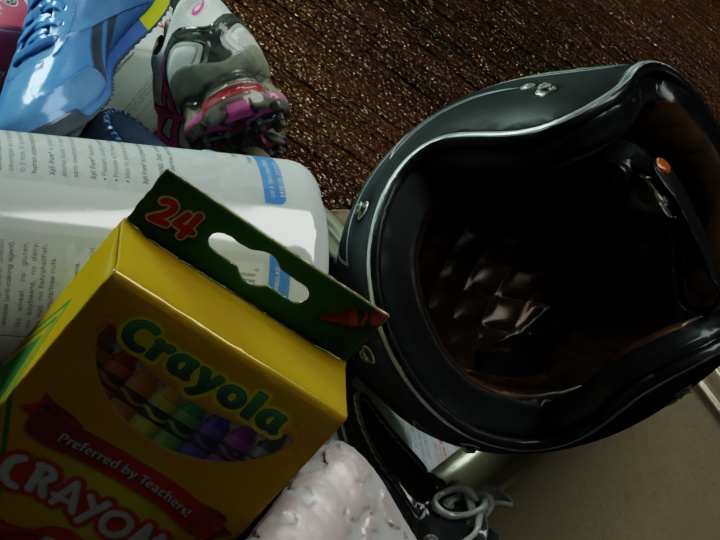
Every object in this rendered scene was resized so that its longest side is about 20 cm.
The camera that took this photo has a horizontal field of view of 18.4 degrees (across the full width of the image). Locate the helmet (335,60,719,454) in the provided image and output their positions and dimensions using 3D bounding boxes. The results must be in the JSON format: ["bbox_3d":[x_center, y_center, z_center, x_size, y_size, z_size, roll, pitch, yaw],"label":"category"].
[{"bbox_3d":[0.086,-0.002,1.094,0.200,0.190,0.200,41,37,-40],"label":"helmet"}]

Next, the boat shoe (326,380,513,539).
[{"bbox_3d":[0.040,0.132,1.093,0.200,0.068,0.074,62,18,-5],"label":"boat shoe"}]

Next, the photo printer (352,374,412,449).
[{"bbox_3d":[-0.073,0.038,1.245,0.200,0.069,0.167,28,26,-28],"label":"photo printer"}]

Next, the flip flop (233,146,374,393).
[{"bbox_3d":[0.000,0.000,1.227,0.058,0.081,0.200,-29,60,-26],"label":"flip flop"}]

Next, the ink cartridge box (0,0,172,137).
[{"bbox_3d":[-0.210,-0.158,1.366,0.146,0.085,0.200,52,27,23],"label":"ink cartridge box"}]

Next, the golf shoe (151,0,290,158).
[{"bbox_3d":[-0.085,-0.104,1.297,0.200,0.072,0.092,123,-52,-74],"label":"golf shoe"}]

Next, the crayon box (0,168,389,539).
[{"bbox_3d":[-0.095,0.066,0.986,0.127,0.200,0.051,33,25,-18],"label":"crayon box"}]

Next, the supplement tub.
[{"bbox_3d":[-0.125,0.003,1.060,0.200,0.132,0.132,6,33,-15],"label":"supplement tub"}]

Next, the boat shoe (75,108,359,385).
[{"bbox_3d":[-0.064,-0.022,1.186,0.200,0.069,0.084,42,24,4],"label":"boat shoe"}]

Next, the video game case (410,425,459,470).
[{"bbox_3d":[0.076,0.151,1.307,0.181,0.045,0.200,30,25,-24],"label":"video game case"}]

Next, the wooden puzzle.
[{"bbox_3d":[0.145,0.148,1.162,0.200,0.185,0.037,52,-9,7],"label":"wooden puzzle"}]

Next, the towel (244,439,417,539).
[{"bbox_3d":[-0.002,0.201,0.982,0.191,0.032,0.200,54,37,-11],"label":"towel"}]

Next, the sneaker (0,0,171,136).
[{"bbox_3d":[-0.167,-0.134,1.227,0.079,0.066,0.200,62,28,-26],"label":"sneaker"}]
